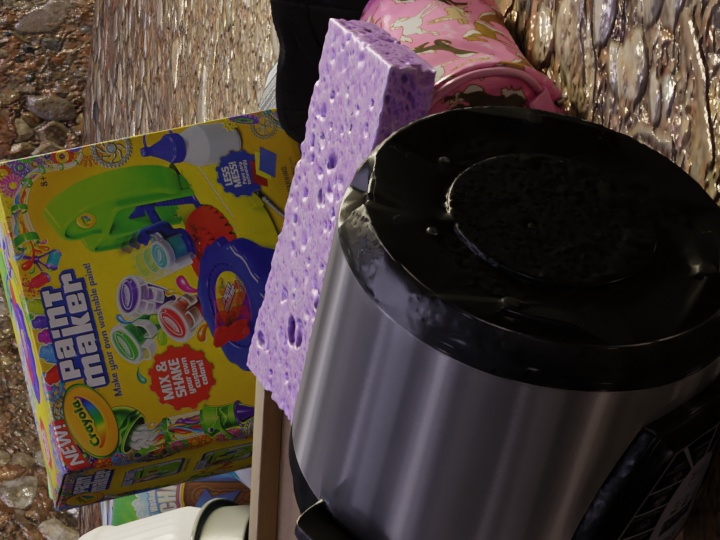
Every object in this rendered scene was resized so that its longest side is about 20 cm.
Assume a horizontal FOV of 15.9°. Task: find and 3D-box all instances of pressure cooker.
[{"bbox_3d":[0.061,0.053,1.094,0.179,0.175,0.200,-97,17,-52],"label":"pressure cooker"}]

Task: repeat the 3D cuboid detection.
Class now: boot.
[{"bbox_3d":[0.003,-0.185,1.553,0.200,0.073,0.151,94,-165,-48],"label":"boot"}]

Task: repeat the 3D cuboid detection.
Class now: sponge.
[{"bbox_3d":[-0.011,-0.023,1.331,0.112,0.030,0.201,-131,52,-64],"label":"sponge"}]

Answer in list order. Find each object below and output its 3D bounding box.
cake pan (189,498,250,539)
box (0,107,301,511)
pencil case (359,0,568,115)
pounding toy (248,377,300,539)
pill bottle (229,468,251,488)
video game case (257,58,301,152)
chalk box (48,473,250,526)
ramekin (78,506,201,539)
[{"bbox_3d":[-0.059,0.250,1.794,0.200,0.037,0.201,-18,-90,-73],"label":"cake pan"},{"bbox_3d":[-0.119,0.025,1.625,0.122,0.192,0.201,120,136,-72],"label":"box"},{"bbox_3d":[0.050,-0.103,1.391,0.083,0.086,0.200,-62,19,16],"label":"pencil case"},{"bbox_3d":[0.023,0.112,1.455,0.200,0.142,0.185,-150,61,-65],"label":"pounding toy"},{"bbox_3d":[-0.055,0.099,1.798,0.200,0.110,0.111,-153,65,-67],"label":"pill bottle"},{"bbox_3d":[-0.044,-0.117,1.803,0.143,0.019,0.200,-51,19,41],"label":"video game case"},{"bbox_3d":[-0.138,0.147,1.980,0.125,0.199,0.124,-106,21,-56],"label":"chalk box"},{"bbox_3d":[-0.120,0.263,1.849,0.203,0.094,0.203,60,-166,-24],"label":"ramekin"}]
